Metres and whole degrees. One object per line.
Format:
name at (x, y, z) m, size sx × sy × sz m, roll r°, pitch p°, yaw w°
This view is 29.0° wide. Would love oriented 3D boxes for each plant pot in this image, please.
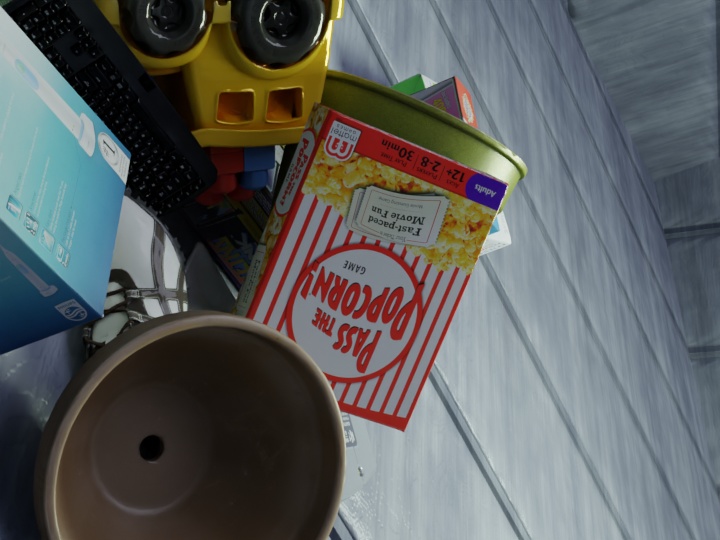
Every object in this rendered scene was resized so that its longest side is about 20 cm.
plant pot at (0.005, -0.031, 1.121) m, size 0.200 × 0.199 × 0.194 m, roll 31°, pitch 82°, yaw -60°
plant pot at (-0.115, 0.121, 0.875) m, size 0.199 × 0.092 × 0.203 m, roll -4°, pitch 98°, yaw -30°

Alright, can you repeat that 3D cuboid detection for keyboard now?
keyboard at (-0.183, -0.098, 0.943) m, size 0.200 × 0.104 × 0.040 m, roll 54°, pitch 11°, yaw -39°

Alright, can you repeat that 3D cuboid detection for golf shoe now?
golf shoe at (-0.154, 0.035, 0.939) m, size 0.201 × 0.077 × 0.095 m, roll 65°, pitch 21°, yaw -11°

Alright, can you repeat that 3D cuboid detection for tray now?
tray at (-0.101, 0.086, 1.108) m, size 0.201 × 0.022 × 0.108 m, roll 62°, pitch 21°, yaw -22°

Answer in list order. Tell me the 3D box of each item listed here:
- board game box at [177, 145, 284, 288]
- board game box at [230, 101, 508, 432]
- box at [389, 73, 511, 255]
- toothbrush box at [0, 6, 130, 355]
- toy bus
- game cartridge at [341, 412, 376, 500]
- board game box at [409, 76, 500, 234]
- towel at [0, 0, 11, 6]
board game box at (-0.102, -0.082, 1.214) m, size 0.200 × 0.056 × 0.166 m, roll 55°, pitch 27°, yaw -35°
board game box at (0.000, 0.000, 1.012) m, size 0.150 × 0.201 × 0.046 m, roll 19°, pitch 8°, yaw -23°
box at (0.094, -0.117, 1.691) m, size 0.176 × 0.096 × 0.202 m, roll 6°, pitch 65°, yaw -69°
toothbrush box at (-0.232, -0.071, 0.822) m, size 0.200 × 0.085 × 0.147 m, roll 52°, pitch 27°, yaw -41°
toy bus at (-0.123, -0.138, 1.032) m, size 0.136 × 0.198 × 0.194 m, roll 37°, pitch -53°, yaw 56°
game cartridge at (-0.048, 0.126, 1.124) m, size 0.200 × 0.041 × 0.134 m, roll 8°, pitch 60°, yaw -67°
board game box at (0.022, -0.076, 1.318) m, size 0.040 × 0.199 × 0.154 m, roll 36°, pitch 39°, yaw -56°
towel at (-0.245, -0.228, 1.026) m, size 0.201 × 0.023 × 0.152 m, roll 68°, pitch 21°, yaw -5°
